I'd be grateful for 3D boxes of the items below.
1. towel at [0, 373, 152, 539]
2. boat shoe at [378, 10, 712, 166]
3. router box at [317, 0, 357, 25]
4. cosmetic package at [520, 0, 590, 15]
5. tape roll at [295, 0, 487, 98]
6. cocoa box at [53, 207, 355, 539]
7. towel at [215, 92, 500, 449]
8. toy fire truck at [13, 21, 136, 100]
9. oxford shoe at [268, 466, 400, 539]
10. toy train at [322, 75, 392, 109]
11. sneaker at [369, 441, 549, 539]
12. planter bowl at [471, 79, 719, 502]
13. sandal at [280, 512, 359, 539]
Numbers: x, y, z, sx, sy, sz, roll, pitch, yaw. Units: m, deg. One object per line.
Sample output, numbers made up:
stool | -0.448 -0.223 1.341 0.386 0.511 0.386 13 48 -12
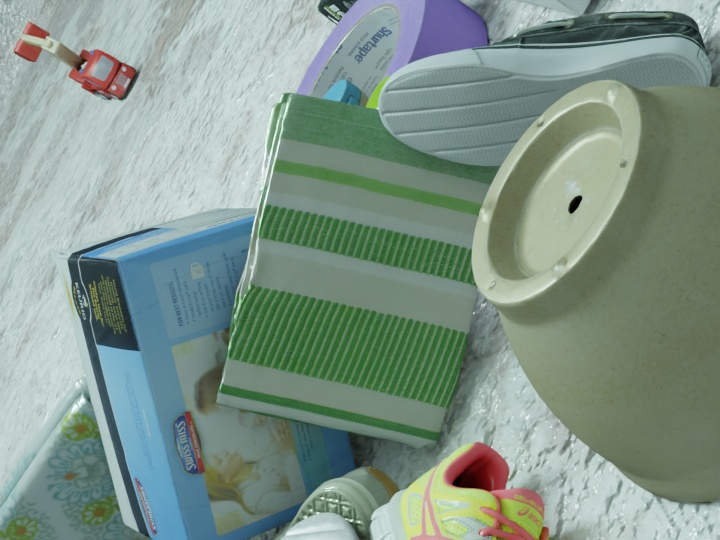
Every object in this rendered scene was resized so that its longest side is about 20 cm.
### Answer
towel | -0.183 0.181 1.115 0.201 0.171 0.048 -54 31 15
boat shoe | 0.111 -0.113 0.910 0.198 0.073 0.071 -3 35 16
router box | 0.052 -0.314 1.325 0.150 0.062 0.201 -10 55 62
cosmetic package | 0.128 -0.310 1.094 0.200 0.122 0.200 -59 23 4
tape roll | 0.014 -0.137 1.203 0.200 0.065 0.201 -44 29 32
cocoa box | -0.103 0.069 1.006 0.131 0.133 0.202 4 109 61
towel | 0.000 0.000 0.940 0.023 0.151 0.202 135 147 -84
toy fire truck | -0.403 -0.295 2.114 0.049 0.140 0.200 -62 24 -5
oxford shoe | -0.032 0.188 0.952 0.058 0.075 0.200 -25 -20 -47
toy train | 0.053 -0.091 1.010 0.200 0.115 0.085 -2 62 63
sneaker | 0.063 0.154 0.773 0.090 0.078 0.200 -48 28 12
planter bowl | 0.139 -0.008 0.726 0.200 0.134 0.201 -45 28 32
sandal | 0.003 0.227 0.827 0.079 0.059 0.208 -27 45 13
